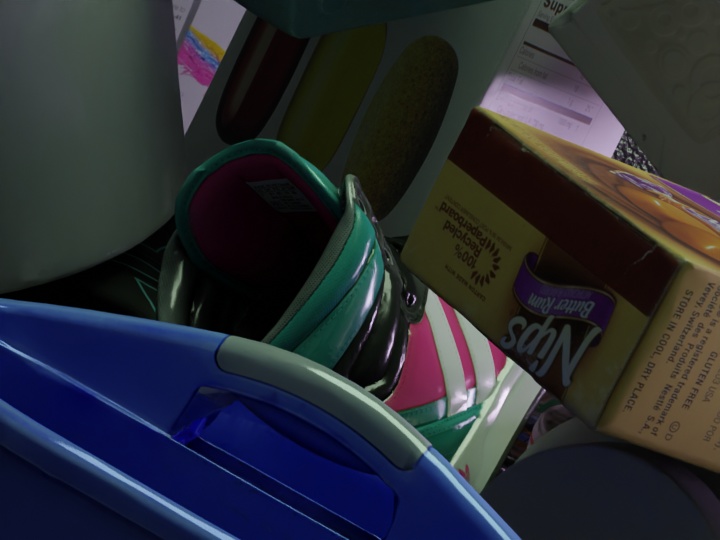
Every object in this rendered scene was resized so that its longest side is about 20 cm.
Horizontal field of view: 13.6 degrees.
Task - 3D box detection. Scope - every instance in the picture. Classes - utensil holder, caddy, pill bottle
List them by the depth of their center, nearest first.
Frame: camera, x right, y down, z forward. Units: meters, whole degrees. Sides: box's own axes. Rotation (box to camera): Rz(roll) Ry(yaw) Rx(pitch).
[{"bbox_3d":[-0.028,0.070,0.684,0.199,0.105,0.141,28,9,13],"label":"caddy"},{"bbox_3d":[0.101,0.097,0.931,0.112,0.113,0.200,29,8,23],"label":"pill bottle"},{"bbox_3d":[-0.143,-0.110,0.973,0.169,0.201,0.170,-6,23,2],"label":"utensil holder"}]

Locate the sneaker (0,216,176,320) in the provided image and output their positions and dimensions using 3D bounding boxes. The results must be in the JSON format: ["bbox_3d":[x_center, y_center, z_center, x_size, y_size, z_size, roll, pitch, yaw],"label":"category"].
[{"bbox_3d":[-0.090,0.011,1.010,0.079,0.076,0.200,17,12,-42],"label":"sneaker"}]

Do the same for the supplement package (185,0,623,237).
[{"bbox_3d":[0.009,-0.036,1.129,0.114,0.201,0.109,30,8,31],"label":"supplement package"}]

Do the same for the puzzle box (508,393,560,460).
[{"bbox_3d":[0.091,0.059,1.285,0.199,0.026,0.133,25,-19,-7],"label":"puzzle box"}]

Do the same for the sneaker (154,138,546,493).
[{"bbox_3d":[0.000,0.000,0.939,0.121,0.083,0.200,56,39,-23],"label":"sneaker"}]

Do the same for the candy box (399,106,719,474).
[{"bbox_3d":[0.123,0.024,0.870,0.199,0.057,0.117,21,12,-35],"label":"candy box"}]

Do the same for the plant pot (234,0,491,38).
[{"bbox_3d":[-0.015,-0.180,1.019,0.141,0.142,0.200,-12,49,-17],"label":"plant pot"}]

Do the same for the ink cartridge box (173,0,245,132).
[{"bbox_3d":[-0.069,-0.091,1.294,0.147,0.201,0.086,24,7,-11],"label":"ink cartridge box"}]

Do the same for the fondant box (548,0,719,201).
[{"bbox_3d":[0.151,-0.060,1.062,0.144,0.058,0.200,52,22,0],"label":"fondant box"}]

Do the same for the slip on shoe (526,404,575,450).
[{"bbox_3d":[0.112,0.092,1.145,0.074,0.061,0.200,18,-4,22],"label":"slip on shoe"}]
